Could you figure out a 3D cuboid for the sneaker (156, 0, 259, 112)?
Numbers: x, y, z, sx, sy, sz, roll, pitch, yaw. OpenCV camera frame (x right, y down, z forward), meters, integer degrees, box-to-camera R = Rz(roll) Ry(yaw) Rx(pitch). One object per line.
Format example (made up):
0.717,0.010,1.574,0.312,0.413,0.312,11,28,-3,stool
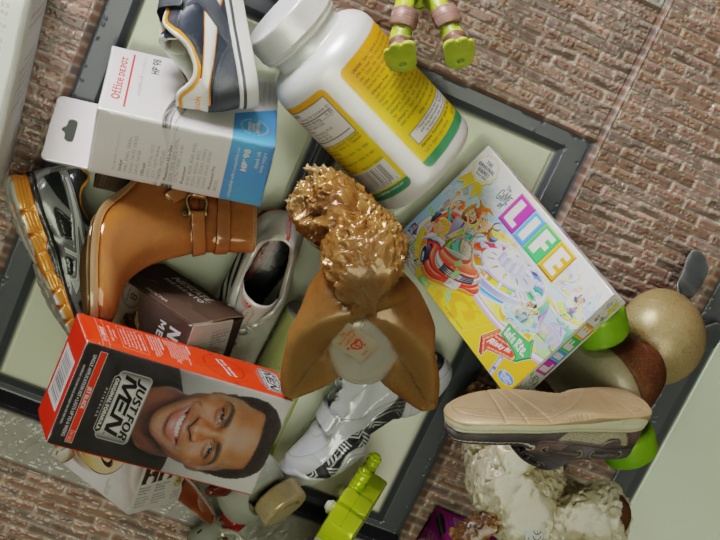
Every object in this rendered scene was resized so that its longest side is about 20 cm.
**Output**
-0.141,-0.236,1.305,0.078,0.078,0.203,-9,81,-8,sneaker

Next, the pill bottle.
-0.005,-0.161,1.359,0.113,0.113,0.200,-42,108,11,pill bottle

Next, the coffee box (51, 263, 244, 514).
-0.201,0.109,1.419,0.112,0.079,0.202,31,109,28,coffee box

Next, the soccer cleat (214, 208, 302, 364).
-0.109,0.036,1.437,0.068,0.085,0.202,22,107,-13,soccer cleat

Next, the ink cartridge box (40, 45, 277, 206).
-0.176,-0.134,1.346,0.197,0.116,0.067,11,125,-10,ink cartridge box

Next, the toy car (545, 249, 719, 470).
0.274,0.065,1.479,0.199,0.157,0.166,-30,117,-24,toy car

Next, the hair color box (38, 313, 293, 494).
-0.170,0.119,1.322,0.198,0.061,0.102,18,106,-26,hair color box

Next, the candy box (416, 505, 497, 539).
0.157,0.334,1.544,0.198,0.137,0.061,25,108,-13,candy box

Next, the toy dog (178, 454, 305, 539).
-0.134,0.237,1.468,0.096,0.132,0.202,-14,131,-41,toy dog

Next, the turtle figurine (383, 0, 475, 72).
0.041,-0.254,1.330,0.197,0.163,0.065,3,153,-18,turtle figurine

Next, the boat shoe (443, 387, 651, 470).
0.165,0.144,1.335,0.197,0.072,0.066,-1,112,-23,boat shoe

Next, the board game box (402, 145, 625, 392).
0.133,0.001,1.400,0.134,0.201,0.034,-44,149,11,board game box

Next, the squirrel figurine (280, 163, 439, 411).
0.000,0.000,1.357,0.139,0.187,0.202,0,121,2,squirrel figurine

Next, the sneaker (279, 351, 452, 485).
-0.016,0.117,1.483,0.199,0.075,0.115,-36,109,3,sneaker

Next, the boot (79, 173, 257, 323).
-0.170,-0.030,1.365,0.153,0.074,0.203,13,65,-15,boot

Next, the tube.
-0.088,0.125,1.487,0.058,0.052,0.201,29,113,3,tube

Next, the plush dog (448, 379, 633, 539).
0.151,0.199,1.474,0.160,0.172,0.201,-35,98,3,plush dog

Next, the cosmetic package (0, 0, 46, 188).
-0.369,-0.178,1.293,0.163,0.165,0.202,15,107,-9,cosmetic package

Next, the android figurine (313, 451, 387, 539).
-0.032,0.270,1.482,0.041,0.182,0.202,30,108,7,android figurine

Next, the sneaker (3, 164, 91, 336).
-0.267,-0.007,1.417,0.077,0.078,0.202,-26,121,-20,sneaker
